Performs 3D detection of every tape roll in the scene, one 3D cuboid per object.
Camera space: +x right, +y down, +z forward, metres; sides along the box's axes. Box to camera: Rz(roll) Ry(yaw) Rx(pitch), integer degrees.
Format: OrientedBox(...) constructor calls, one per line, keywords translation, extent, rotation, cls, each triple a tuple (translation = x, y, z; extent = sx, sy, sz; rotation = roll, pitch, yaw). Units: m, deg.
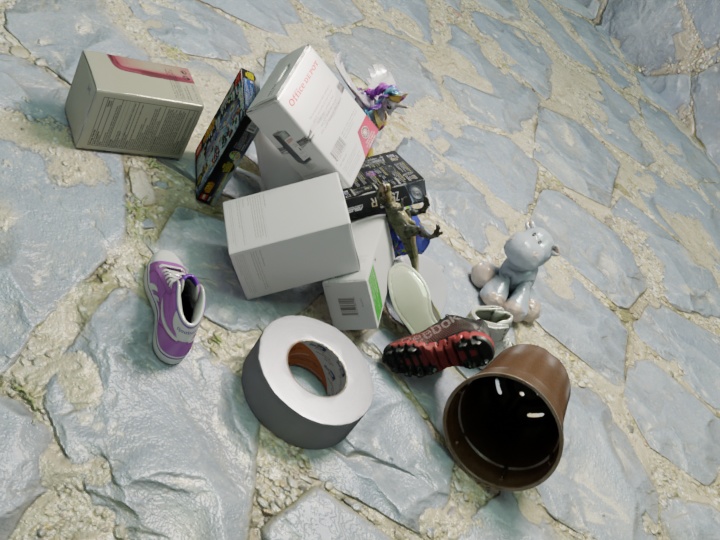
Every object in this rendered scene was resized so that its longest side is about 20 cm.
OrientedBox(translation=(-0.079, 0.168, 1.300), extent=(0.198, 0.066, 0.202), rotation=(23, 39, -20), cls="tape roll")

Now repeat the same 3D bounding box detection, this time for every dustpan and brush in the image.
OrientedBox(translation=(0.132, 0.017, 1.646), extent=(0.199, 0.057, 0.141), rotation=(-32, 93, -50), cls="dustpan and brush")

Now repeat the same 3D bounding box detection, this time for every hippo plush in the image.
OrientedBox(translation=(0.345, 0.000, 1.745), extent=(0.198, 0.162, 0.160), rotation=(-11, 57, -45), cls="hippo plush")

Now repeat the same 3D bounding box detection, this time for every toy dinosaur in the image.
OrientedBox(translation=(0.095, -0.081, 1.526), extent=(0.048, 0.087, 0.203), rotation=(-116, -179, -70), cls="toy dinosaur")

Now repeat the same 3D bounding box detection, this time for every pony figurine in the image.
OrientedBox(translation=(0.014, -0.353, 1.819), extent=(0.165, 0.201, 0.195), rotation=(-6, 54, -42), cls="pony figurine")

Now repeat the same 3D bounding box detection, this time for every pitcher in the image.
OrientedBox(translation=(-0.162, -0.199, 1.589), extent=(0.202, 0.170, 0.121), rotation=(58, 6, 2), cls="pitcher")

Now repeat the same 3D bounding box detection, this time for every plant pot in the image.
OrientedBox(translation=(0.261, 0.229, 1.422), extent=(0.200, 0.201, 0.198), rotation=(43, 29, 8), cls="plant pot")

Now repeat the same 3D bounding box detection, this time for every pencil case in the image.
OrientedBox(translation=(0.065, -0.117, 1.711), extent=(0.086, 0.078, 0.202), rotation=(6, 46, -45), cls="pencil case")

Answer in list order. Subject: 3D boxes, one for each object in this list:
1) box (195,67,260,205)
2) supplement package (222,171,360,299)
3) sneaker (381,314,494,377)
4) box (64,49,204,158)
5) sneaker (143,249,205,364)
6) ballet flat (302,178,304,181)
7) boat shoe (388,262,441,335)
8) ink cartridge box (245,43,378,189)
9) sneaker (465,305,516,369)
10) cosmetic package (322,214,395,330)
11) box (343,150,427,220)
OrientedBox(translation=(-0.233, -0.233, 1.487), extent=(0.039, 0.201, 0.138), rotation=(18, 39, -27), cls="box")
OrientedBox(translation=(-0.111, -0.055, 1.388), extent=(0.196, 0.121, 0.123), rotation=(-14, 49, 0), cls="supplement package")
OrientedBox(translation=(0.134, 0.124, 1.442), extent=(0.099, 0.197, 0.072), rotation=(-69, 142, -53), cls="sneaker")
OrientedBox(translation=(-0.392, -0.284, 1.473), extent=(0.197, 0.128, 0.110), rotation=(2, 48, -38), cls="box")
OrientedBox(translation=(-0.266, 0.024, 1.260), extent=(0.072, 0.115, 0.203), rotation=(7, 44, -31), cls="sneaker")
OrientedBox(translation=(-0.051, -0.171, 1.521), extent=(0.071, 0.072, 0.202), rotation=(32, 59, -6), cls="ballet flat")
OrientedBox(translation=(0.106, 0.083, 1.517), extent=(0.204, 0.071, 0.060), rotation=(63, -2, 10), cls="boat shoe")
OrientedBox(translation=(-0.077, -0.249, 1.423), extent=(0.200, 0.084, 0.147), rotation=(48, 49, -29), cls="ink cartridge box")
OrientedBox(translation=(0.264, 0.133, 1.577), extent=(0.197, 0.116, 0.074), rotation=(19, 37, -24), cls="sneaker")
OrientedBox(translation=(0.000, 0.000, 1.492), extent=(0.083, 0.109, 0.201), rotation=(-3, 37, 17), cls="cosmetic package")
OrientedBox(translation=(0.022, -0.165, 1.613), extent=(0.157, 0.044, 0.200), rotation=(-15, 26, -10), cls="box")
